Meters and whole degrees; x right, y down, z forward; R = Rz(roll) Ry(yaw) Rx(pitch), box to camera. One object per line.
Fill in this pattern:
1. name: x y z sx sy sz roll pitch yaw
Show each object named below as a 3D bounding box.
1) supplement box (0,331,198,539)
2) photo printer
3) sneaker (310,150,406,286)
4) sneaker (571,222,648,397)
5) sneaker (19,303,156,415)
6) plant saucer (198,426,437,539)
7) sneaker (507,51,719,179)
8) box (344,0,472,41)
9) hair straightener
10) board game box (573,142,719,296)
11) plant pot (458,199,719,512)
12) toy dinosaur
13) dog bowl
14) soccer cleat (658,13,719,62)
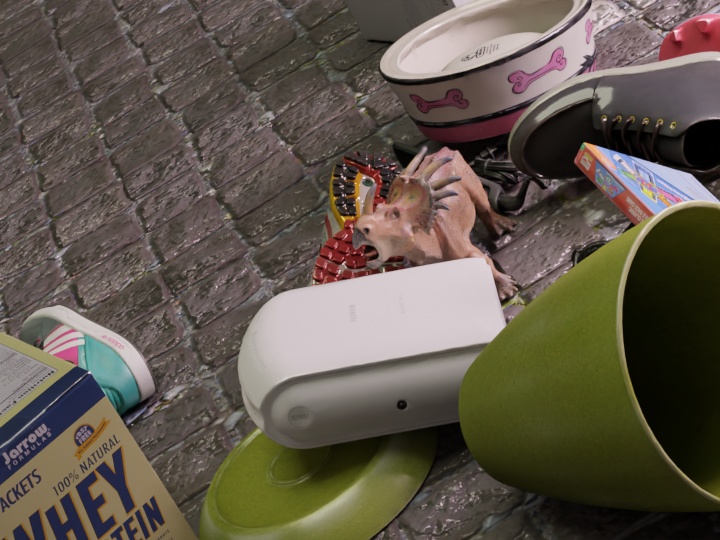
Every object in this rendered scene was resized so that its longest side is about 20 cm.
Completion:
1. supplement box: -0.238 0.169 1.529 0.134 0.201 0.199 -40 27 -21
2. photo printer: 0.009 0.060 1.546 0.198 0.070 0.167 -10 23 2
3. sneaker: 0.000 0.000 1.734 0.077 0.083 0.201 12 49 -1
4. sneaker: 0.194 0.002 1.488 0.070 0.098 0.201 -17 28 29
5. sneaker: -0.272 0.099 1.828 0.120 0.084 0.199 -33 26 -26
6. plant saucer: -0.038 0.147 1.552 0.199 0.031 0.201 -25 26 13
7. sneaker: 0.212 -0.109 1.674 0.198 0.075 0.107 -19 29 11
8. box: 0.079 -0.301 2.131 0.124 0.098 0.199 -42 28 -22
9. hair straightener: 0.092 -0.088 1.811 0.077 0.041 0.199 -44 30 -25
10. board game box: 0.233 -0.028 1.474 0.020 0.102 0.200 -64 30 19
11. plant pot: 0.160 0.073 1.339 0.199 0.187 0.187 -21 24 49
12. toy dinosaur: 0.061 -0.053 1.676 0.085 0.136 0.201 -20 28 19
13. dog bowl: 0.120 -0.182 1.880 0.198 0.074 0.200 -19 22 8
14. soccer cleat: 0.337 -0.189 1.726 0.199 0.067 0.076 -14 -1 41
